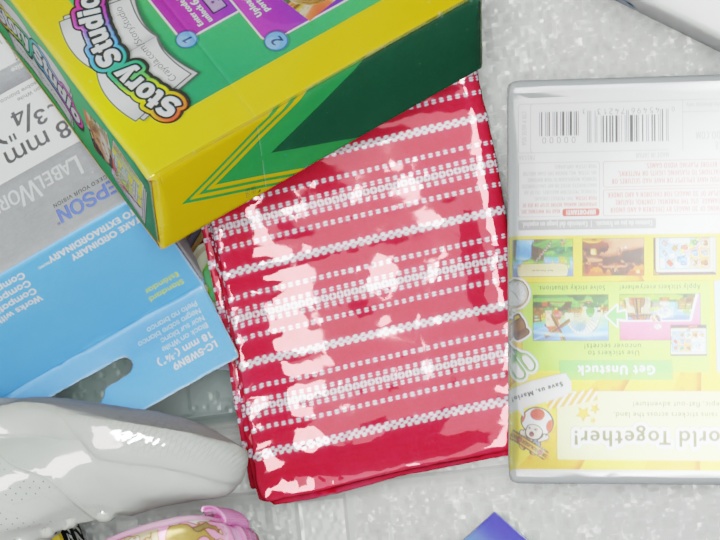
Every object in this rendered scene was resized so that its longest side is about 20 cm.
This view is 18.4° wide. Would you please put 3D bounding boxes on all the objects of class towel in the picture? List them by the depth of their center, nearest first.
[{"bbox_3d":[0.000,0.000,1.035,0.144,0.022,0.201,-11,91,7],"label":"towel"}]

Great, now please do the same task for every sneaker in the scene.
[{"bbox_3d":[-0.150,0.101,0.988,0.199,0.075,0.089,3,88,2],"label":"sneaker"}]

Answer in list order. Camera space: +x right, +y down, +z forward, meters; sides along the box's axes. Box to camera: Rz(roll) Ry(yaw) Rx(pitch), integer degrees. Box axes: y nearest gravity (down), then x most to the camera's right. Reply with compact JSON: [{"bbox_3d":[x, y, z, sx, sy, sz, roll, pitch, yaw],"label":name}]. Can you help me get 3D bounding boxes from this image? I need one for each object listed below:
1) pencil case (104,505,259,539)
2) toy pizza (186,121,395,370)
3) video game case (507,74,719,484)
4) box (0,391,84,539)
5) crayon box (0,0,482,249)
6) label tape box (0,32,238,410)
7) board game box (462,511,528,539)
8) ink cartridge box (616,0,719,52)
[{"bbox_3d":[-0.066,0.202,0.947,0.086,0.083,0.201,-9,62,-12],"label":"pencil case"},{"bbox_3d":[-0.062,-0.052,1.078,0.199,0.032,0.201,-1,87,19],"label":"toy pizza"},{"bbox_3d":[0.164,0.004,0.992,0.199,0.023,0.183,-1,87,12],"label":"video game case"},{"bbox_3d":[-0.243,0.126,1.080,0.199,0.049,0.160,-26,73,6],"label":"box"},{"bbox_3d":[-0.071,-0.131,1.011,0.172,0.058,0.200,-30,60,-15],"label":"crayon box"},{"bbox_3d":[-0.165,-0.017,1.043,0.144,0.063,0.200,-29,66,3],"label":"label tape box"},{"bbox_3d":[0.090,0.211,0.965,0.200,0.134,0.029,39,140,17],"label":"board game box"},{"bbox_3d":[0.127,-0.198,0.993,0.200,0.086,0.147,29,96,20],"label":"ink cartridge box"}]
